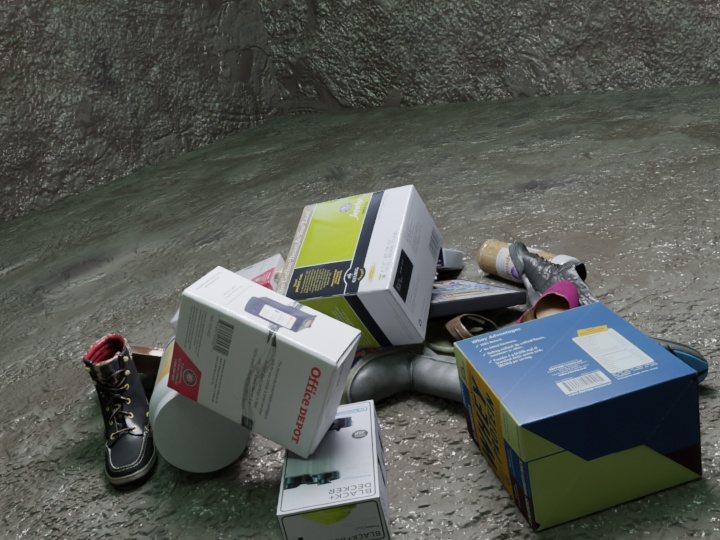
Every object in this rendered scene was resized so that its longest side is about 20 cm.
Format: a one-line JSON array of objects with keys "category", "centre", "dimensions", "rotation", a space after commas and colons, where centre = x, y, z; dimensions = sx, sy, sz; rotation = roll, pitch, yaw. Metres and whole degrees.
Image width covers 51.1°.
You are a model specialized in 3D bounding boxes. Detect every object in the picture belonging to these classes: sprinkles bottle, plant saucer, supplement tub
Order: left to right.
[{"category": "plant saucer", "centre": [-0.324, 0.147, 1.217], "dimensions": [0.200, 0.035, 0.200], "rotation": [8, -5, 1]}, {"category": "supplement tub", "centre": [-0.214, 0.172, 1.043], "dimensions": [0.144, 0.145, 0.200], "rotation": [-13, 21, -3]}, {"category": "sprinkles bottle", "centre": [0.298, -0.008, 1.336], "dimensions": [0.068, 0.068, 0.200], "rotation": [-23, 23, -27]}]

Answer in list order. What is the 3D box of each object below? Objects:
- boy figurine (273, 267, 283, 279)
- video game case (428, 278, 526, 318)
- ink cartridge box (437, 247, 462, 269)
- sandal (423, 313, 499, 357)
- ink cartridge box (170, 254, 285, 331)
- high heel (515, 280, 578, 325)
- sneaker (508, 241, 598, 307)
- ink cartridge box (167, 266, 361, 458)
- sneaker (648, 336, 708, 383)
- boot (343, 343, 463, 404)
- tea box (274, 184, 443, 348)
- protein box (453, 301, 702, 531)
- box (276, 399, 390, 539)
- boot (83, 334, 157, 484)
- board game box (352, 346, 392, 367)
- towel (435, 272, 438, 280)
[{"category": "boy figurine", "centre": [-0.091, 0.028, 1.307], "dimensions": [0.124, 0.065, 0.200], "rotation": [25, 20, -4]}, {"category": "video game case", "centre": [0.141, 0.043, 1.256], "dimensions": [0.200, 0.026, 0.181], "rotation": [-6, 9, -28]}, {"category": "ink cartridge box", "centre": [0.076, -0.018, 1.415], "dimensions": [0.199, 0.041, 0.200], "rotation": [-3, -4, 21]}, {"category": "sandal", "centre": [0.176, 0.094, 1.151], "dimensions": [0.201, 0.057, 0.080], "rotation": [4, 27, 32]}, {"category": "ink cartridge box", "centre": [-0.224, 0.062, 1.360], "dimensions": [0.200, 0.085, 0.146], "rotation": [-24, 18, 11]}, {"category": "high heel", "centre": [0.268, 0.058, 1.068], "dimensions": [0.067, 0.096, 0.200], "rotation": [12, 45, 25]}, {"category": "sneaker", "centre": [0.315, 0.014, 1.203], "dimensions": [0.104, 0.060, 0.200], "rotation": [-31, 46, 20]}, {"category": "ink cartridge box", "centre": [-0.115, 0.107, 0.891], "dimensions": [0.200, 0.145, 0.084], "rotation": [24, 30, 12]}, {"category": "sneaker", "centre": [0.359, 0.106, 1.002], "dimensions": [0.200, 0.073, 0.082], "rotation": [5, 27, 36]}, {"category": "boot", "centre": [0.101, 0.158, 1.032], "dimensions": [0.182, 0.073, 0.200], "rotation": [-28, 32, -35]}, {"category": "tea box", "centre": [0.000, 0.000, 1.135], "dimensions": [0.196, 0.134, 0.200], "rotation": [-7, 48, 28]}, {"category": "protein box", "centre": [0.238, 0.154, 0.857], "dimensions": [0.198, 0.135, 0.200], "rotation": [-15, 21, -8]}, {"category": "box", "centre": [-0.029, 0.238, 0.890], "dimensions": [0.116, 0.060, 0.200], "rotation": [-10, 21, 4]}, {"category": "boot", "centre": [-0.337, 0.190, 1.053], "dimensions": [0.073, 0.151, 0.200], "rotation": [-14, 22, -5]}, {"category": "board game box", "centre": [-0.030, 0.100, 1.268], "dimensions": [0.134, 0.045, 0.200], "rotation": [-16, 21, -9]}, {"category": "towel", "centre": [0.040, 0.017, 1.334], "dimensions": [0.144, 0.023, 0.200], "rotation": [-5, -2, -14]}]
